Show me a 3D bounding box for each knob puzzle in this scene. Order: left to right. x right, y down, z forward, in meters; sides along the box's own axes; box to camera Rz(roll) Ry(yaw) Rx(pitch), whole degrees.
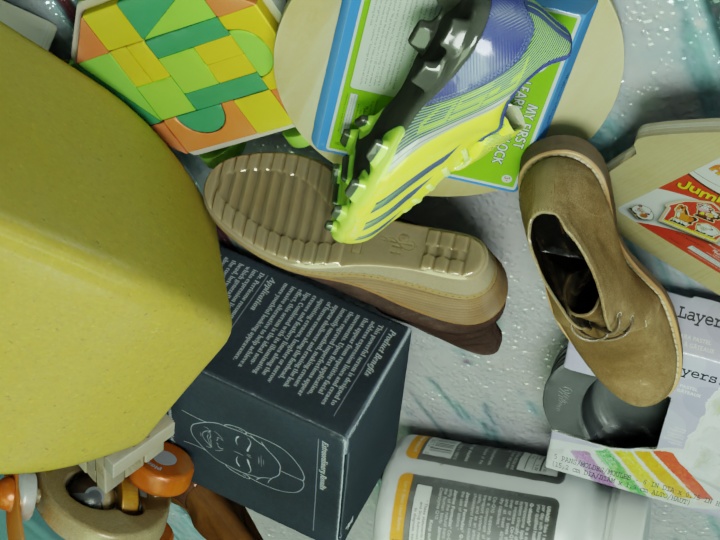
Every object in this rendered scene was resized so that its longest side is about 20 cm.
[{"bbox_3d":[0.241,-0.039,0.834,0.217,0.031,0.220,19,156,8],"label":"knob puzzle"}]

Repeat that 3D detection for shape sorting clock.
[{"bbox_3d":[0.050,-0.116,0.825,0.198,0.039,0.201,5,138,4],"label":"shape sorting clock"}]

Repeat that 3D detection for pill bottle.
[{"bbox_3d":[0.116,0.196,1.109,0.198,0.117,0.117,8,140,15],"label":"pill bottle"}]

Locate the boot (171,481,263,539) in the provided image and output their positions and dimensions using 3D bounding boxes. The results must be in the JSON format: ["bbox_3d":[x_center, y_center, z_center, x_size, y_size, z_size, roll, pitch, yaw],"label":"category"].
[{"bbox_3d":[-0.092,0.204,1.153,0.200,0.068,0.189,44,166,27],"label":"boot"}]

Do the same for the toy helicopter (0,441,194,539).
[{"bbox_3d":[-0.223,0.139,1.036,0.199,0.132,0.080,35,119,30],"label":"toy helicopter"}]

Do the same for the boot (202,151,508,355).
[{"bbox_3d":[0.000,0.000,0.952,0.198,0.073,0.167,19,163,12],"label":"boot"}]

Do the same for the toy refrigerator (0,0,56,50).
[{"bbox_3d":[-0.270,-0.098,0.976,0.075,0.071,0.200,22,142,-15],"label":"toy refrigerator"}]

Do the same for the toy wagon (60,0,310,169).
[{"bbox_3d":[-0.115,-0.126,0.896,0.198,0.040,0.156,-12,131,32],"label":"toy wagon"}]

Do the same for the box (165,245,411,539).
[{"bbox_3d":[-0.077,0.084,1.045,0.198,0.107,0.149,23,142,14],"label":"box"}]

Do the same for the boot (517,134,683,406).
[{"bbox_3d":[0.138,0.022,0.861,0.073,0.076,0.201,-14,127,23],"label":"boot"}]

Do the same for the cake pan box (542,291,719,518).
[{"bbox_3d":[0.225,0.093,0.988,0.198,0.053,0.185,16,142,11],"label":"cake pan box"}]

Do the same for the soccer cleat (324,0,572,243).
[{"bbox_3d":[0.043,-0.072,0.799,0.083,0.065,0.200,16,138,-20],"label":"soccer cleat"}]

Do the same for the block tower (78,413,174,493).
[{"bbox_3d":[-0.212,0.064,1.002,0.200,0.054,0.058,43,150,20],"label":"block tower"}]

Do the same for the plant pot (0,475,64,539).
[{"bbox_3d":[-0.302,0.144,1.193,0.140,0.142,0.200,-8,139,29],"label":"plant pot"}]

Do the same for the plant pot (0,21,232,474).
[{"bbox_3d":[-0.189,0.002,0.867,0.199,0.195,0.196,22,124,-31],"label":"plant pot"}]
